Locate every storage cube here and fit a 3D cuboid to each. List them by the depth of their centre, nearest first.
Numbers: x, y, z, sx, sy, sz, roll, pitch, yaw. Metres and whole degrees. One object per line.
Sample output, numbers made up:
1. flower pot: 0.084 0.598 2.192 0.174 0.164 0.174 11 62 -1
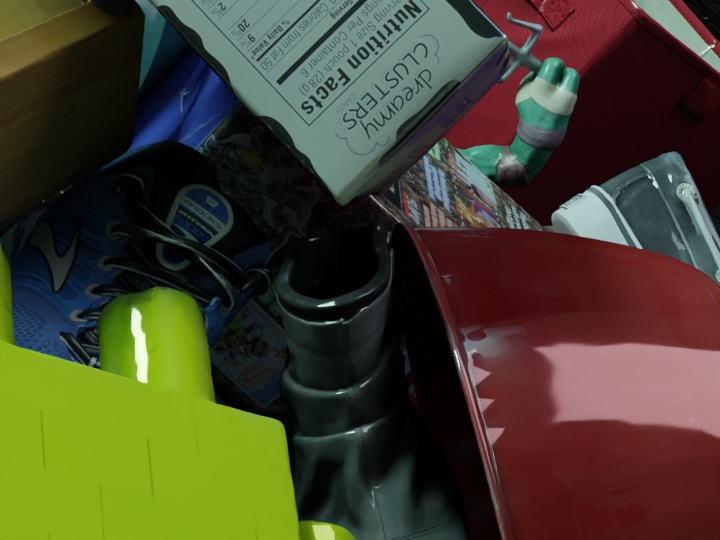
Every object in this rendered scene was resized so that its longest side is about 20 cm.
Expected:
1. storage cube: 0.099 -0.096 1.217 0.200 0.180 0.171 28 23 -48

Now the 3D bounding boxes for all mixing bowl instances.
1. mixing bowl: 0.085 0.070 0.718 0.200 0.108 0.201 168 -90 -86

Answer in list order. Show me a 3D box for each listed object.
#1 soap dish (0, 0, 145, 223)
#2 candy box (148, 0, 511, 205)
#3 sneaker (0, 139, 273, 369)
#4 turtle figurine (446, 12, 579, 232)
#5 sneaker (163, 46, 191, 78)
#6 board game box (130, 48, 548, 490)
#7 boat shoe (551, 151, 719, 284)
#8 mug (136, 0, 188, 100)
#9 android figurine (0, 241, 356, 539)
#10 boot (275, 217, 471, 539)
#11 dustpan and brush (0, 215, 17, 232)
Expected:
1. soap dish: -0.169 -0.095 0.638 0.200 0.081 0.157 48 38 5
2. candy box: -0.043 -0.116 0.694 0.200 0.072 0.168 46 5 1
3. sneaker: -0.078 0.009 0.669 0.078 0.089 0.200 39 19 -18
4. turtle figurine: 0.043 -0.040 1.033 0.149 0.101 0.200 2 -37 45
5. sneaker: -0.081 -0.114 1.014 0.077 0.080 0.200 -12 35 -38
6. board game box: 0.000 0.000 0.874 0.200 0.097 0.160 40 16 -16
7. boat shoe: 0.151 0.048 0.845 0.201 0.068 0.072 61 -4 10
8. mug: -0.115 -0.138 0.900 0.185 0.114 0.152 49 16 17
9. android figurine: -0.070 0.082 0.523 0.181 0.041 0.201 18 44 -32
10. boot: 0.000 0.065 0.656 0.200 0.069 0.132 -118 -162 -70
11. dustpan and brush: -0.139 -0.122 0.775 0.139 0.057 0.200 39 37 -17
